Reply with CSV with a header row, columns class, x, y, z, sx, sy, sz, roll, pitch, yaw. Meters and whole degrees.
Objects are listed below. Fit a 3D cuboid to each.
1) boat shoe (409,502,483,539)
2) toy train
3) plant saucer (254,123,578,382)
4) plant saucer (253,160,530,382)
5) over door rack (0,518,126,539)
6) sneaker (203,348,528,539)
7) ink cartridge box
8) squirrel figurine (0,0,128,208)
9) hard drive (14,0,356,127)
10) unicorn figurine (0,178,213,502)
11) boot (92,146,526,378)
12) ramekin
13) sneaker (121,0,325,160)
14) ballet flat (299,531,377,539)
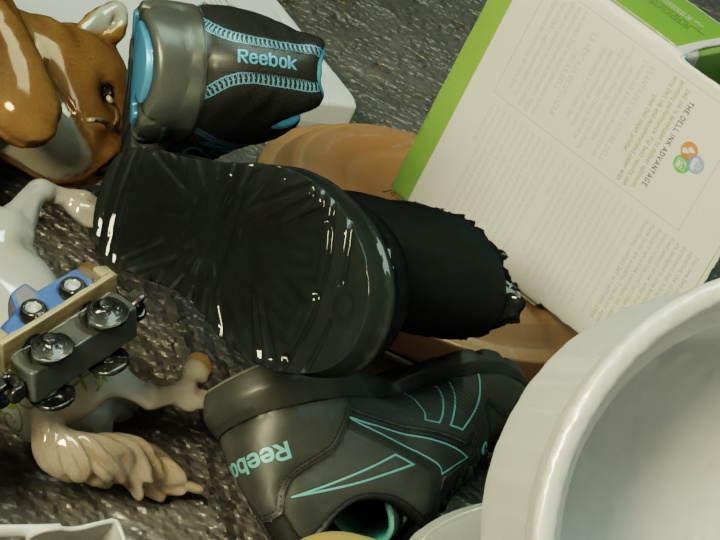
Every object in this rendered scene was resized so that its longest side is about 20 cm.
class,x,y,z,sx,sy,sz,roll,pitch,yaw
boat shoe,0.103,0.131,0.915,0.198,0.071,0.064,5,1,-22
toy train,-0.159,0.052,0.784,0.046,0.034,0.199,33,48,31
plant saucer,0.039,-0.016,1.079,0.199,0.033,0.201,21,27,-11
plant saucer,0.023,0.006,1.092,0.198,0.030,0.201,20,28,-11
over door rack,-0.180,0.088,0.636,0.198,0.148,0.067,13,58,-23
sneaker,0.011,0.081,0.928,0.199,0.075,0.080,1,64,-50
ink cartridge box,0.133,-0.045,1.018,0.200,0.149,0.076,39,28,20
squirrel figurine,-0.196,-0.110,0.991,0.186,0.142,0.200,3,37,-49
hard drive,-0.114,-0.132,1.213,0.199,0.027,0.132,5,34,-37
unicorn figurine,-0.147,0.013,0.881,0.137,0.074,0.200,-2,36,-50
boot,0.000,0.001,0.877,0.161,0.074,0.198,13,6,-39
ramekin,0.140,0.099,0.791,0.199,0.202,0.098,18,-5,-15
sneaker,-0.064,-0.073,0.946,0.081,0.074,0.200,2,0,-9
ballet flat,0.032,0.158,0.778,0.200,0.069,0.063,44,-11,29
